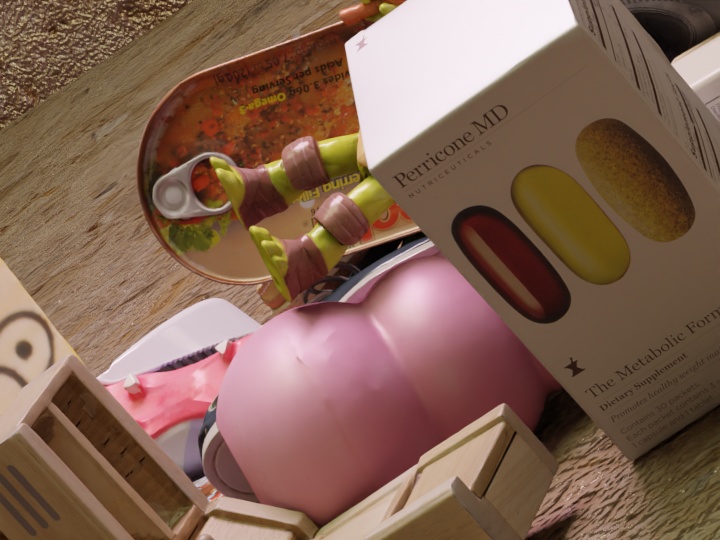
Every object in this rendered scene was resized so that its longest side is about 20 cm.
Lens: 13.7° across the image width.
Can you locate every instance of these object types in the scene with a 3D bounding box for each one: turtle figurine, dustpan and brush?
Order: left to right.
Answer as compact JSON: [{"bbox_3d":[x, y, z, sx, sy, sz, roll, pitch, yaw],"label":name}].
[{"bbox_3d":[-0.076,0.049,1.768,0.200,0.057,0.140,-41,-13,-21],"label":"dustpan and brush"},{"bbox_3d":[0.012,-0.064,1.434,0.161,0.201,0.064,-29,-22,-3],"label":"turtle figurine"}]

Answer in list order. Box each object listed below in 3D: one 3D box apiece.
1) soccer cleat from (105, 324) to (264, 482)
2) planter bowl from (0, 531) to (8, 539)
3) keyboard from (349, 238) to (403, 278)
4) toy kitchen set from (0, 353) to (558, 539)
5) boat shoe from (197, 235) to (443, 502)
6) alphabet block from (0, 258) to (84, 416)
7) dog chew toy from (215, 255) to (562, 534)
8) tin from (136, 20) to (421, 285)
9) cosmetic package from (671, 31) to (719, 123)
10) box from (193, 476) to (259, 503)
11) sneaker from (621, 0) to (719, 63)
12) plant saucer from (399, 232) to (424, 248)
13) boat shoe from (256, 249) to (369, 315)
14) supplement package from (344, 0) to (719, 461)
[{"bbox_3d":[-0.065,0.079,1.643,0.199,0.076,0.067,-15,55,30],"label":"soccer cleat"},{"bbox_3d":[-0.239,0.161,1.631,0.201,0.083,0.201,-53,-20,-29],"label":"planter bowl"},{"bbox_3d":[0.000,0.000,1.664,0.128,0.021,0.200,-65,3,-29],"label":"keyboard"},{"bbox_3d":[-0.057,0.113,1.295,0.200,0.181,0.163,-35,13,33],"label":"toy kitchen set"},{"bbox_3d":[-0.003,0.037,1.520,0.200,0.075,0.062,-45,27,14],"label":"boat shoe"},{"bbox_3d":[-0.277,0.135,1.831,0.196,0.196,0.200,-22,19,46],"label":"alphabet block"},{"bbox_3d":[0.032,0.051,1.434,0.199,0.125,0.125,-31,12,-4],"label":"dog chew toy"},{"bbox_3d":[-0.016,-0.062,1.505,0.199,0.113,0.042,-17,-4,17],"label":"tin"},{"bbox_3d":[0.240,-0.090,1.371,0.199,0.104,0.073,-29,14,31],"label":"cosmetic package"},{"bbox_3d":[-0.113,0.167,1.597,0.199,0.039,0.137,-27,15,41],"label":"box"},{"bbox_3d":[0.120,-0.104,1.494,0.200,0.066,0.091,-10,46,59],"label":"sneaker"},{"bbox_3d":[0.076,-0.017,1.566,0.200,0.031,0.201,-39,33,32],"label":"plant saucer"},{"bbox_3d":[-0.012,-0.062,1.571,0.200,0.076,0.072,-56,15,26],"label":"boat shoe"},{"bbox_3d":[0.097,-0.037,1.299,0.113,0.200,0.110,-35,31,16],"label":"supplement package"}]
